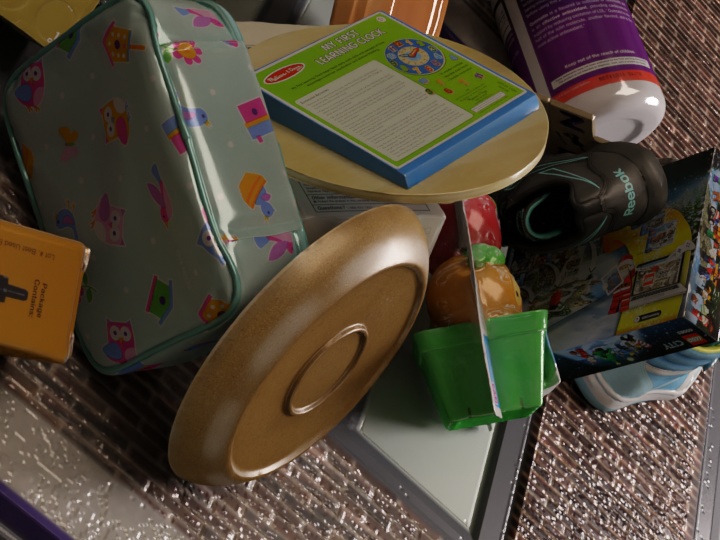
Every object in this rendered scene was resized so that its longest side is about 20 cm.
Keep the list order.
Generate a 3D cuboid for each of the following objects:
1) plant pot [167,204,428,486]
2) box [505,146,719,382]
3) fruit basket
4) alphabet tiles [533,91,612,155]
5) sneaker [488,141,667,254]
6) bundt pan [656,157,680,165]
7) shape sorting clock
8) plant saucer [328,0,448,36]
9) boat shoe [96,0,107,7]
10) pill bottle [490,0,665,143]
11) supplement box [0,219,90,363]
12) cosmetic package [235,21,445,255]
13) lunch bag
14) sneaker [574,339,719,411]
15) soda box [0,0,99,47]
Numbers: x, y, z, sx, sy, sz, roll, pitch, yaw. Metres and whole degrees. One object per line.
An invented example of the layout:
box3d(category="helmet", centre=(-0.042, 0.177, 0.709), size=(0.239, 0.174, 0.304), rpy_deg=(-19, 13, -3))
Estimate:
box3d(category="plant pot", centre=(-0.026, 0.050, 0.944), size=(0.027, 0.200, 0.200), rpy_deg=(40, 31, 20))
box3d(category="box", centre=(0.176, 0.004, 1.184), size=(0.038, 0.200, 0.137), rpy_deg=(34, 58, -28))
box3d(category="fruit basket", centre=(0.078, 0.004, 1.121), size=(0.185, 0.093, 0.201), rpy_deg=(81, 5, -80))
box3d(category="alphabet tiles", centre=(0.129, -0.091, 1.244), size=(0.166, 0.200, 0.006), rpy_deg=(23, 76, 15))
box3d(category="sneaker", centre=(0.121, -0.049, 1.175), size=(0.079, 0.200, 0.076), rpy_deg=(-26, 98, -33))
box3d(category="bundt pan", centre=(0.268, -0.025, 1.364), size=(0.201, 0.202, 0.076), rpy_deg=(24, 79, -37))
box3d(category="shape sorting clock", centre=(0.014, -0.096, 1.005), size=(0.199, 0.039, 0.200), rpy_deg=(8, 38, -6))
box3d(category="plant saucer", centre=(0.026, -0.186, 1.198), size=(0.037, 0.201, 0.200), rpy_deg=(18, 36, 13))
box3d(category="boat shoe", centre=(-0.155, -0.163, 1.068), size=(0.074, 0.062, 0.201), rpy_deg=(11, 57, -47))
box3d(category="pill bottle", centre=(0.181, -0.201, 1.445), size=(0.112, 0.112, 0.201), rpy_deg=(7, 59, -47))
box3d(category="supplement box", centre=(-0.237, -0.005, 0.836), size=(0.200, 0.069, 0.067), rpy_deg=(18, 76, -40))
box3d(category="cosmetic package", centre=(-0.040, -0.071, 1.052), size=(0.105, 0.071, 0.200), rpy_deg=(-1, 42, -29))
box3d(category="lunch bag", centre=(-0.119, -0.049, 0.945), size=(0.077, 0.160, 0.201), rpy_deg=(-9, 76, -46))
box3d(category="sneaker", centre=(0.266, 0.050, 1.339), size=(0.200, 0.130, 0.080), rpy_deg=(-18, 77, -54))
box3d(category="soda box", centre=(-0.240, -0.210, 0.967), size=(0.200, 0.068, 0.064), rpy_deg=(36, -3, -34))
